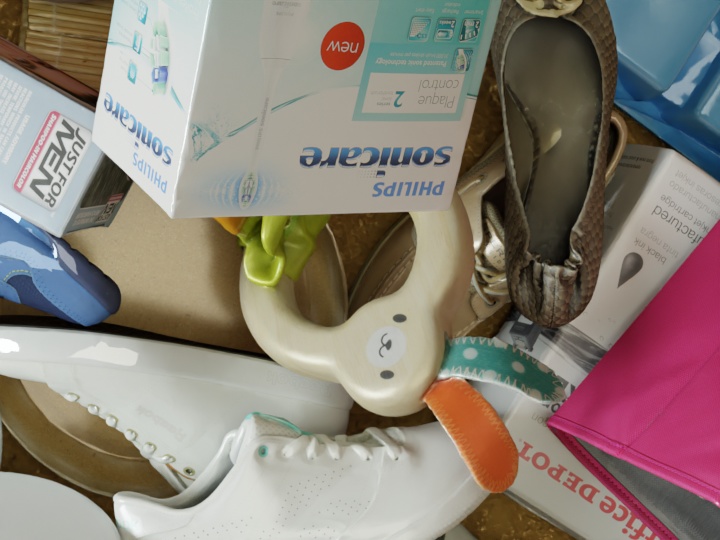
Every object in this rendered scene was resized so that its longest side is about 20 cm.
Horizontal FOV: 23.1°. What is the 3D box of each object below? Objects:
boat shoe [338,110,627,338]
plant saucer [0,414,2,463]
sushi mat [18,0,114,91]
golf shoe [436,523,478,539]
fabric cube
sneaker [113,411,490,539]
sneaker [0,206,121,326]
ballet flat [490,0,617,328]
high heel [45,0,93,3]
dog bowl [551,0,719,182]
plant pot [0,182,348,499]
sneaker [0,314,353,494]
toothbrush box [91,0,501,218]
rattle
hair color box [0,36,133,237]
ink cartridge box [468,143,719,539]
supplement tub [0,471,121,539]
[{"bbox_3d":[0.064,-0.016,0.948,0.071,0.065,0.200,41,87,-14],"label":"boat shoe"},{"bbox_3d":[-0.282,0.083,0.888,0.199,0.050,0.202,-2,97,-13],"label":"plant saucer"},{"bbox_3d":[-0.079,-0.109,0.917,0.199,0.012,0.096,7,74,-14],"label":"sushi mat"},{"bbox_3d":[0.083,0.189,0.983,0.088,0.077,0.200,-44,107,-25],"label":"golf shoe"},{"bbox_3d":[0.247,0.077,0.849,0.196,0.200,0.200,43,83,-16],"label":"fabric cube"},{"bbox_3d":[-0.024,0.102,0.861,0.199,0.075,0.089,-23,103,-13],"label":"sneaker"},{"bbox_3d":[-0.212,-0.009,0.838,0.199,0.074,0.083,23,82,-8],"label":"sneaker"},{"bbox_3d":[0.097,-0.071,0.899,0.067,0.046,0.202,2,85,6],"label":"ballet flat"},{"bbox_3d":[-0.192,-0.191,0.878,0.199,0.096,0.068,10,123,-30],"label":"high heel"},{"bbox_3d":[0.185,-0.120,0.973,0.199,0.050,0.112,34,88,-15],"label":"dog bowl"},{"bbox_3d":[-0.106,0.021,0.934,0.199,0.027,0.202,-1,96,-13],"label":"plant pot"},{"bbox_3d":[-0.102,0.074,0.889,0.199,0.073,0.085,13,91,-15],"label":"sneaker"},{"bbox_3d":[-0.019,-0.129,0.744,0.146,0.085,0.201,-2,118,-34],"label":"toothbrush box"},{"bbox_3d":[0.000,0.000,0.826,0.130,0.200,0.143,-26,142,-6],"label":"rattle"},{"bbox_3d":[-0.201,-0.091,0.831,0.199,0.099,0.061,30,97,2],"label":"hair color box"},{"bbox_3d":[0.156,0.054,0.967,0.145,0.083,0.201,33,87,-15],"label":"ink cartridge box"},{"bbox_3d":[-0.183,0.215,0.856,0.131,0.132,0.201,1,119,-13],"label":"supplement tub"}]
